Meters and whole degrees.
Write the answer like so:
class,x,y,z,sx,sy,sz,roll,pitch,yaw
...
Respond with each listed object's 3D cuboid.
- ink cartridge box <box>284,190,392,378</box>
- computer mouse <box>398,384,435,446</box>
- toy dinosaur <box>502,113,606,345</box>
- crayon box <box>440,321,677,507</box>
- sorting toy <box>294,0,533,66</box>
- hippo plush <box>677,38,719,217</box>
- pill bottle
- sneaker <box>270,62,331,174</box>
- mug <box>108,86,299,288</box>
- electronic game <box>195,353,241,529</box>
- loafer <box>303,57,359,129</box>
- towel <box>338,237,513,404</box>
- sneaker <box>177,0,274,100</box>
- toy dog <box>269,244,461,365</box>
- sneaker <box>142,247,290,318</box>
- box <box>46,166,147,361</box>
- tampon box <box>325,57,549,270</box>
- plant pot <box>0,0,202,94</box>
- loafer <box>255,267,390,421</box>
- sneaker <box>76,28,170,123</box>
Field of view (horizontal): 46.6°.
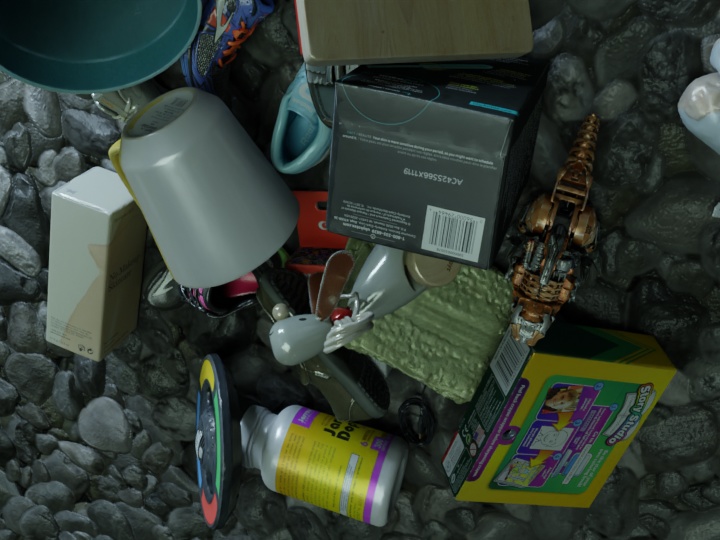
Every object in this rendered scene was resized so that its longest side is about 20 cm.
class,x,y,z,sx,sy,sz,roll,pitch,yaw
ink cartridge box,-0.024,0.017,0.918,0.107,0.050,0.204,2,116,20
computer mouse,0.076,0.118,0.946,0.057,0.034,0.203,7,123,-3
toy dinosaur,0.184,-0.033,0.758,0.102,0.136,0.201,39,96,10
crayon box,0.198,0.151,0.854,0.169,0.059,0.202,8,122,-22
sorting toy,0.030,-0.267,0.685,0.195,0.069,0.204,-7,90,-20
hippo plush,0.337,-0.102,0.667,0.157,0.161,0.203,21,120,8
pill bottle,-0.048,0.224,0.994,0.196,0.104,0.106,15,119,12
sneaker,-0.033,-0.177,0.810,0.073,0.082,0.202,25,119,5
mug,-0.173,-0.084,0.817,0.183,0.151,0.154,-16,127,17
electronic game,-0.175,0.201,0.990,0.041,0.201,0.203,1,121,-19
loafer,-0.021,-0.230,0.744,0.070,0.063,0.204,3,91,12
towel,0.061,0.035,0.857,0.197,0.036,0.150,25,88,-6
sneaker,-0.126,-0.252,0.816,0.077,0.076,0.203,21,121,5
toy dog,0.000,0.000,0.773,0.131,0.198,0.098,-29,89,56
sneaker,-0.173,0.012,0.950,0.197,0.084,0.078,-12,110,24
box,-0.310,-0.008,0.986,0.076,0.095,0.203,19,121,9
tampon box,0.072,-0.113,0.735,0.147,0.200,0.128,14,119,14
plant pot,-0.259,-0.300,0.755,0.199,0.199,0.191,-31,63,29
loafer,-0.051,0.088,0.889,0.069,0.075,0.201,-33,100,25
sneaker,-0.237,-0.171,0.881,0.075,0.092,0.201,-28,103,28
